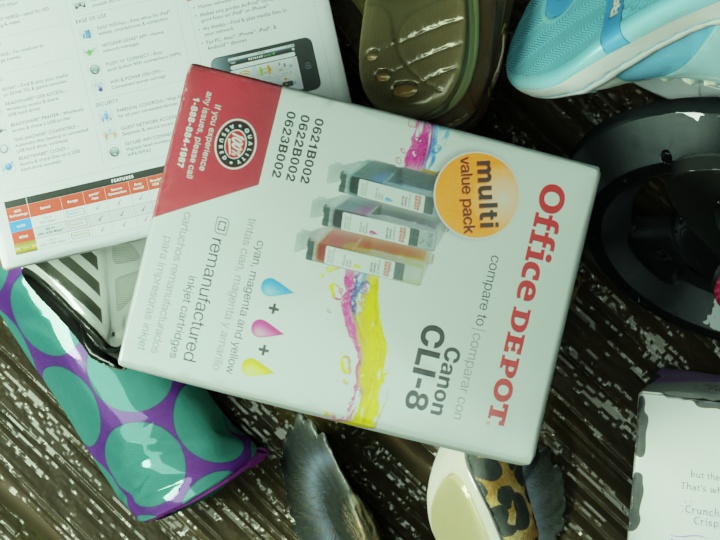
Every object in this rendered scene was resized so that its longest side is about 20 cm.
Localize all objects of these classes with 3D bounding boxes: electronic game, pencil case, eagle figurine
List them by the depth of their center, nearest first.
[{"bbox_3d":[0.199,-0.021,1.135,0.199,0.200,0.042,13,59,15],"label":"electronic game"},{"bbox_3d":[0.031,0.185,1.247,0.151,0.151,0.201,13,64,-23],"label":"eagle figurine"},{"bbox_3d":[-0.141,0.047,1.283,0.085,0.092,0.201,-33,88,45],"label":"pencil case"}]

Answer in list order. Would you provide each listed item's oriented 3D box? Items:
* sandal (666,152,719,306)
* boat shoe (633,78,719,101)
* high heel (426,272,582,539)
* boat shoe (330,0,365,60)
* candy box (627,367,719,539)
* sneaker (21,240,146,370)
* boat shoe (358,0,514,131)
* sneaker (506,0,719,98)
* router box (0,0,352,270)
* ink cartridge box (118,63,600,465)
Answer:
[{"bbox_3d":[0.210,0.012,1.092,0.075,0.200,0.045,-2,53,36],"label":"sandal"},{"bbox_3d":[0.210,-0.113,1.095,0.199,0.072,0.071,15,115,12],"label":"boat shoe"},{"bbox_3d":[0.097,0.091,1.191,0.201,0.142,0.071,65,151,8],"label":"high heel"},{"bbox_3d":[0.004,-0.169,1.213,0.071,0.076,0.201,-29,89,24],"label":"boat shoe"},{"bbox_3d":[0.228,0.163,1.196,0.167,0.072,0.201,7,100,16],"label":"candy box"},{"bbox_3d":[-0.093,0.009,1.236,0.199,0.076,0.116,16,77,-8],"label":"sneaker"},{"bbox_3d":[0.048,-0.163,1.095,0.072,0.067,0.201,4,78,30],"label":"boat shoe"},{"bbox_3d":[0.167,-0.103,1.035,0.200,0.130,0.080,-17,51,55],"label":"sneaker"},{"bbox_3d":[-0.109,-0.110,1.161,0.199,0.049,0.181,-12,96,0],"label":"router box"},{"bbox_3d":[0.000,0.000,1.069,0.199,0.145,0.146,14,87,-2],"label":"ink cartridge box"}]
